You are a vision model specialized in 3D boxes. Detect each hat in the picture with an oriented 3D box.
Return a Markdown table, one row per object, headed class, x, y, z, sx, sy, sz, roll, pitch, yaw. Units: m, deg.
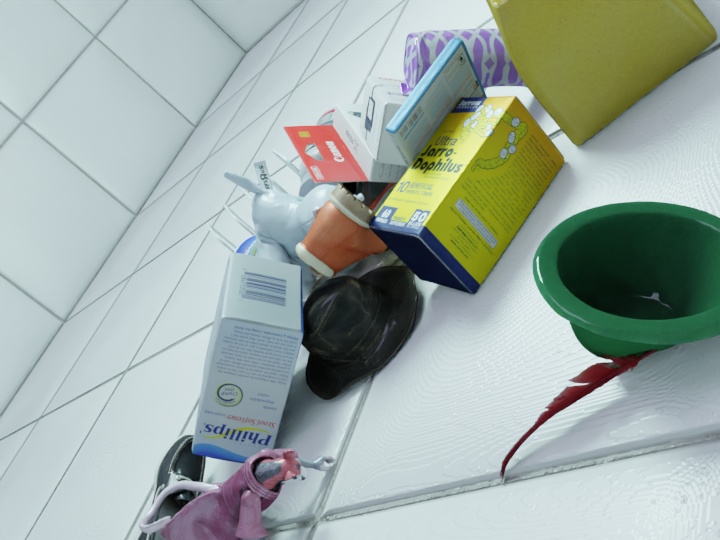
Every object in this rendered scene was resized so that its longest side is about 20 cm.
| class | x | y | z | sx | sy | sz | roll | pitch | yaw |
| --- | --- | --- | --- | --- | --- | --- | --- | --- | --- |
| hat | -0.023 | 0.054 | 1.137 | 0.200 | 0.081 | 0.202 | -38 | 30 | 26 |
| hat | 0.219 | 0.061 | 0.755 | 0.197 | 0.178 | 0.167 | 2 | 40 | 15 |

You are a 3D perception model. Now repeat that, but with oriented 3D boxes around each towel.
| class | x | y | z | sx | sy | sz | roll | pitch | yaw |
| --- | --- | --- | --- | --- | --- | --- | --- | --- | --- |
| towel | 0.000 | 0.000 | 1.278 | 0.200 | 0.034 | 0.133 | -45 | 20 | 12 |

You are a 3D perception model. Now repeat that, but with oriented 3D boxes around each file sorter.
| class | x | y | z | sx | sy | sz | roll | pitch | yaw |
| --- | --- | --- | --- | --- | --- | --- | --- | --- | --- |
| file sorter | -0.170 | -0.108 | 1.681 | 0.200 | 0.124 | 0.139 | -49 | 21 | -1 |

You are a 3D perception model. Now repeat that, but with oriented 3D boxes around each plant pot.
| class | x | y | z | sx | sy | sz | roll | pitch | yaw |
| --- | --- | --- | --- | --- | --- | --- | --- | --- | --- |
| plant pot | 0.236 | -0.305 | 1.023 | 0.194 | 0.199 | 0.197 | -38 | 43 | 27 |

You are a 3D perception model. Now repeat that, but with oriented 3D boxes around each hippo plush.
| class | x | y | z | sx | sy | sz | roll | pitch | yaw |
| --- | --- | --- | --- | --- | --- | --- | --- | --- | --- |
| hippo plush | -0.061 | -0.069 | 1.280 | 0.159 | 0.203 | 0.159 | -9 | 11 | 35 |

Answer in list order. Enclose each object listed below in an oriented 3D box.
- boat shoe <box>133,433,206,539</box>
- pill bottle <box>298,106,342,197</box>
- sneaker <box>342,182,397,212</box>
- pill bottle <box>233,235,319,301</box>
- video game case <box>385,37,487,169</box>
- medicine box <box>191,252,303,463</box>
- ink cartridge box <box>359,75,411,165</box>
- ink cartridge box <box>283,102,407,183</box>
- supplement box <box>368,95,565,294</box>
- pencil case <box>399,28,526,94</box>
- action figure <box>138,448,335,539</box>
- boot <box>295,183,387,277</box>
| class | x | y | z | sx | sy | sz | roll | pitch | yaw |
| --- | --- | --- | --- | --- | --- | --- | --- | --- | --- |
| boat shoe | -0.241 | 0.303 | 1.189 | 0.060 | 0.074 | 0.202 | -26 | 34 | 46 |
| pill bottle | -0.039 | -0.178 | 1.542 | 0.119 | 0.119 | 0.201 | -34 | 26 | 35 |
| sneaker | 0.016 | -0.152 | 1.434 | 0.077 | 0.082 | 0.201 | -25 | 28 | 48 |
| pill bottle | -0.144 | -0.003 | 1.465 | 0.113 | 0.112 | 0.199 | -55 | 22 | -17 |
| video game case | 0.111 | -0.166 | 1.132 | 0.018 | 0.200 | 0.144 | 26 | 74 | 36 |
| medicine box | -0.144 | 0.110 | 1.172 | 0.183 | 0.102 | 0.202 | -99 | 23 | -64 |
| ink cartridge box | 0.083 | -0.208 | 1.290 | 0.200 | 0.143 | 0.085 | -106 | 25 | -67 |
| ink cartridge box | -0.010 | -0.196 | 1.394 | 0.201 | 0.174 | 0.045 | -120 | 34 | -52 |
| supplement box | 0.123 | -0.091 | 1.060 | 0.201 | 0.109 | 0.108 | -54 | 30 | -13 |
| pencil case | 0.154 | -0.278 | 1.219 | 0.086 | 0.197 | 0.085 | 103 | 163 | -57 |
| action figure | -0.123 | 0.234 | 0.986 | 0.200 | 0.148 | 0.135 | -50 | 9 | 40 |
| boot | -0.020 | -0.037 | 1.141 | 0.108 | 0.075 | 0.200 | -52 | -17 | 4 |
